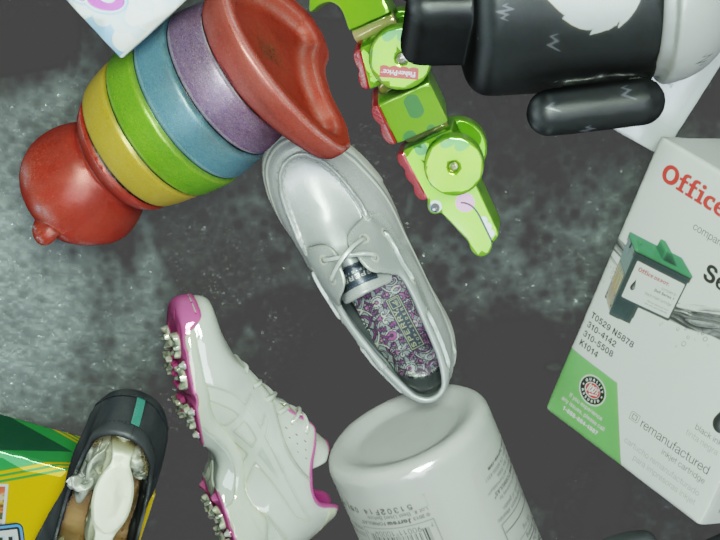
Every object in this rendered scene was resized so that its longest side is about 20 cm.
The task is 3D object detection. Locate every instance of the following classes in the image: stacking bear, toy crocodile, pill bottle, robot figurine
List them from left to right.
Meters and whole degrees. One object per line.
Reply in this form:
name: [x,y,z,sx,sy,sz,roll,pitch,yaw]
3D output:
stacking bear: [-0.123,-0.085,1.127,0.199,0.122,0.114,-32,139,22]
toy crocodile: [0.034,-0.099,1.148,0.061,0.068,0.201,-24,108,12]
pill bottle: [0.064,0.188,1.231,0.114,0.114,0.201,-21,110,6]
robot figurine: [0.121,-0.166,1.064,0.198,0.125,0.151,-3,110,-4]

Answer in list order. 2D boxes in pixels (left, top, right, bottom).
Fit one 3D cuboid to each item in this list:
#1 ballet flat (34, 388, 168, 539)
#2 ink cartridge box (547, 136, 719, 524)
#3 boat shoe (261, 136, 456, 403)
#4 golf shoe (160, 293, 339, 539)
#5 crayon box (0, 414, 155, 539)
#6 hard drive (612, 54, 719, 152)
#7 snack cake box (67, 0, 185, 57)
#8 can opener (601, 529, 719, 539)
ballet flat: [-0.172,0.173,1.182,0.073,0.073,0.201,17,108,-8]
ink cartridge box: [0.223,0.034,1.156,0.084,0.146,0.201,0,117,-44]
boat shoe: [0.000,0.000,1.182,0.072,0.069,0.201,-24,110,7]
golf shoe: [-0.074,0.100,1.225,0.091,0.075,0.201,-19,113,-11]
crayon box: [-0.247,0.203,1.254,0.171,0.058,0.201,17,109,-8]
hard drive: [0.185,-0.188,1.141,0.131,0.025,0.201,27,107,-11]
snack cake box: [-0.177,-0.230,1.065,0.067,0.115,0.200,-40,107,13]
can opener: [0.238,0.195,1.273,0.199,0.053,0.067,-26,110,6]
